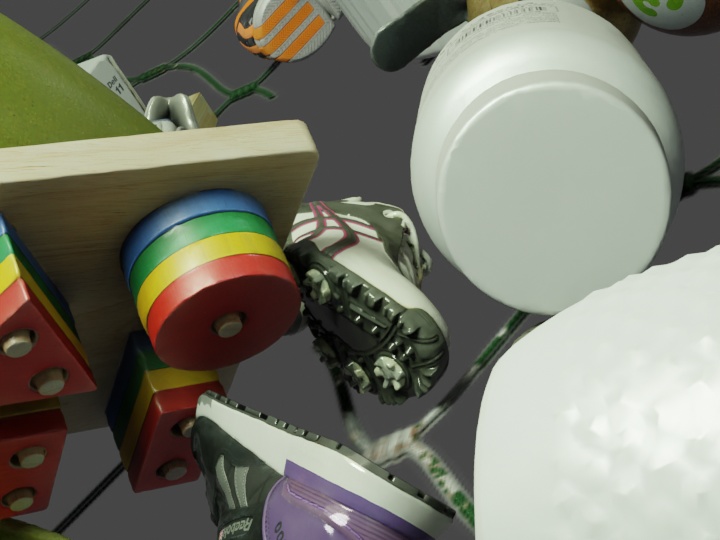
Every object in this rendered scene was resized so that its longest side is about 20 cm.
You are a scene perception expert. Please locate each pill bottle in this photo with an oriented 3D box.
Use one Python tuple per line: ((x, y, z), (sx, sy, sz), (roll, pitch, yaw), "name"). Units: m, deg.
((0.078, -0.049, 0.746), (0.114, 0.115, 0.200), (-29, 10, 10), "pill bottle")

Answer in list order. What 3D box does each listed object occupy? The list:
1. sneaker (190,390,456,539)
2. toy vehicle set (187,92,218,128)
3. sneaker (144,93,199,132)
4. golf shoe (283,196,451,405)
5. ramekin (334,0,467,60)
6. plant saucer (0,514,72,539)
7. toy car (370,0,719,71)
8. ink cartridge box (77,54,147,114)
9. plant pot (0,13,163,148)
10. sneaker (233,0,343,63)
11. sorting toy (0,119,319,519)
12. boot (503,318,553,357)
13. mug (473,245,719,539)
((-0.041, 0.108, 0.718), (0.088, 0.075, 0.200), (-62, 19, -8), "sneaker")
((-0.178, -0.040, 1.197), (0.123, 0.027, 0.201), (-21, 28, 27), "toy vehicle set")
((-0.123, -0.036, 1.035), (0.074, 0.088, 0.200), (-3, 29, -3), "sneaker")
((0.000, 0.000, 0.858), (0.088, 0.078, 0.200), (-30, 26, -17), "golf shoe")
((0.061, -0.226, 1.151), (0.199, 0.098, 0.201), (-28, 25, 14), "ramekin")
((-0.244, 0.192, 0.808), (0.199, 0.048, 0.200), (10, 48, 38), "plant saucer")
((0.107, -0.137, 0.880), (0.200, 0.164, 0.158), (-37, 23, 16), "toy car")
((-0.243, -0.050, 1.162), (0.199, 0.083, 0.147), (-13, 33, 40), "ink cartridge box")
((-0.169, -0.032, 0.864), (0.187, 0.199, 0.188), (-41, 39, 45), "plant pot")
((-0.022, -0.239, 1.291), (0.200, 0.078, 0.112), (-42, 26, -7), "sneaker")
((-0.125, 0.034, 0.779), (0.198, 0.199, 0.070), (-8, 55, -26), "sorting toy")
((0.059, 0.099, 0.598), (0.153, 0.074, 0.203), (-34, 28, -12), "boot")
((0.124, 0.087, 0.448), (0.174, 0.202, 0.147), (-4, -6, 19), "mug")
